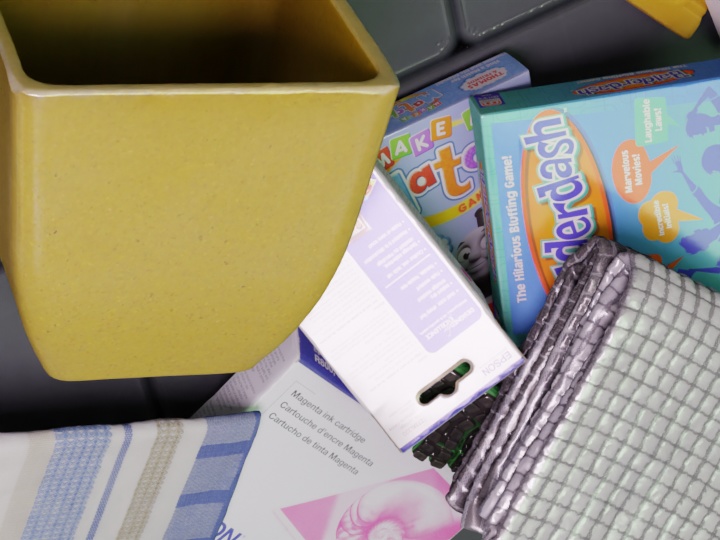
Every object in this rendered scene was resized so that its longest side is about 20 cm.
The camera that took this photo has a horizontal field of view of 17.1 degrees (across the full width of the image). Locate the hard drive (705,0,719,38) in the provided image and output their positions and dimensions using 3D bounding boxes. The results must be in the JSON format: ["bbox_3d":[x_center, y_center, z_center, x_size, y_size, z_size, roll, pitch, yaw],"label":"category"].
[{"bbox_3d":[0.293,-0.234,1.507,0.200,0.025,0.132,-47,146,-7],"label":"hard drive"}]

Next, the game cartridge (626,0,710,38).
[{"bbox_3d":[0.197,-0.262,1.458,0.176,0.032,0.200,26,99,-39],"label":"game cartridge"}]

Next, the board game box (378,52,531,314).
[{"bbox_3d":[0.049,-0.018,1.493,0.151,0.037,0.200,-25,125,-16],"label":"board game box"}]

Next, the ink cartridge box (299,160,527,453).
[{"bbox_3d":[0.000,0.000,1.395,0.095,0.037,0.200,-38,93,9],"label":"ink cartridge box"}]

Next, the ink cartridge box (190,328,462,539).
[{"bbox_3d":[-0.010,0.119,1.497,0.200,0.043,0.196,-44,128,15],"label":"ink cartridge box"}]

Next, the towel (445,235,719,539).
[{"bbox_3d":[0.159,0.097,1.413,0.166,0.086,0.200,26,94,-32],"label":"towel"}]

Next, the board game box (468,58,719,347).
[{"bbox_3d":[0.173,-0.044,1.446,0.200,0.045,0.152,-10,111,-3],"label":"board game box"}]

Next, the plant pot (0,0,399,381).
[{"bbox_3d":[-0.111,-0.053,1.266,0.194,0.196,0.200,-2,122,-19],"label":"plant pot"}]

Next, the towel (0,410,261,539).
[{"bbox_3d":[-0.163,0.142,1.389,0.200,0.024,0.147,-4,130,-36],"label":"towel"}]

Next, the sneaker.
[{"bbox_3d":[0.087,0.084,1.484,0.200,0.085,0.078,29,134,-31],"label":"sneaker"}]
